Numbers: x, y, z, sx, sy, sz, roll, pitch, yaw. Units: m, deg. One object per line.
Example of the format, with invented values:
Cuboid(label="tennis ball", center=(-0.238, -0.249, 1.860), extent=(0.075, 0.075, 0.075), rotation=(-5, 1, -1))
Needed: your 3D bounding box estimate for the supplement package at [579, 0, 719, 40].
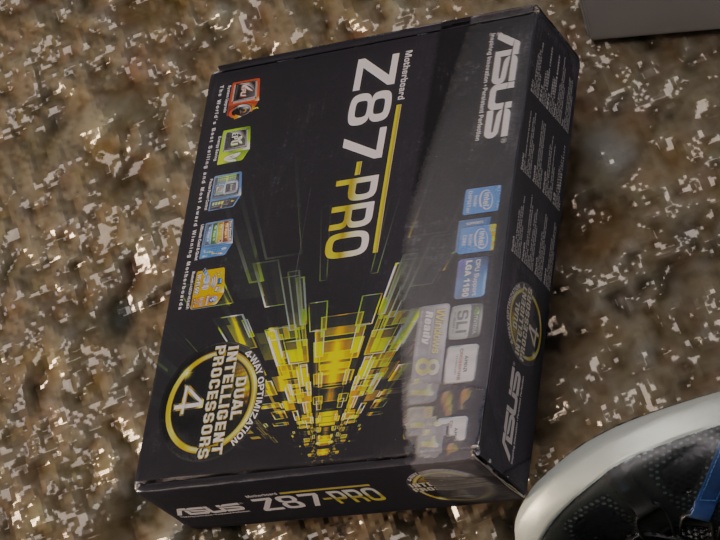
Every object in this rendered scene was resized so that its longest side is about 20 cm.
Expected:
Cuboid(label="supplement package", center=(0.184, -0.184, 1.007), extent=(0.199, 0.121, 0.120), rotation=(-4, 62, 12))

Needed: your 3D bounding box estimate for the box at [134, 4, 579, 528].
Cuboid(label="box", center=(0.000, 0.000, 0.976), extent=(0.161, 0.049, 0.201), rotation=(-6, 60, 30))

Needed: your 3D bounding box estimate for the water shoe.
Cuboid(label="water shoe", center=(0.156, 0.085, 0.901), extent=(0.199, 0.072, 0.079), rotation=(-19, 64, 6))
